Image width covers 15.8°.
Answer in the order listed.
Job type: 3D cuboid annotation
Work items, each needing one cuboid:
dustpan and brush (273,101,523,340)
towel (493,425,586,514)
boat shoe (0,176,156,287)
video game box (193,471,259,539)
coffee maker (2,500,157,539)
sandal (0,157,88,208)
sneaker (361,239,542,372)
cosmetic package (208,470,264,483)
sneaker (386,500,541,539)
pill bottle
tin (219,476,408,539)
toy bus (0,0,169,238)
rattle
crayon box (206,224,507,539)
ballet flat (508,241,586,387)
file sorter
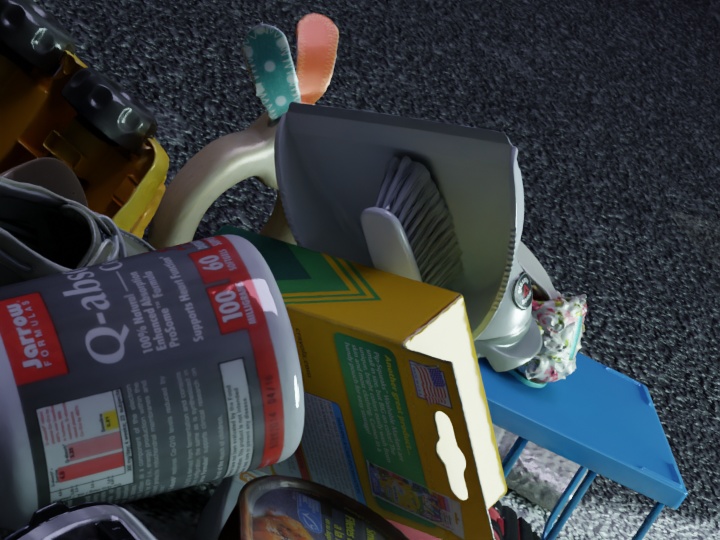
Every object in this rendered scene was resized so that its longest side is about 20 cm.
[{"bbox_3d":[0.028,0.015,1.335,0.139,0.201,0.057,10,47,29],"label":"dustpan and brush"},{"bbox_3d":[0.101,0.093,1.751,0.132,0.035,0.200,31,19,2],"label":"towel"},{"bbox_3d":[-0.151,-0.003,1.302,0.200,0.062,0.072,12,56,-54],"label":"boat shoe"},{"bbox_3d":[-0.006,0.194,1.320,0.182,0.047,0.200,26,20,-6],"label":"video game box"},{"bbox_3d":[-0.073,0.215,1.022,0.134,0.193,0.200,7,15,-46],"label":"coffee maker"},{"bbox_3d":[-0.225,-0.005,1.323,0.212,0.069,0.078,-27,97,-58],"label":"sandal"},{"bbox_3d":[0.000,0.000,1.419,0.199,0.089,0.074,1,30,22],"label":"sneaker"},{"bbox_3d":[-0.132,0.060,1.423,0.200,0.074,0.102,11,27,-49],"label":"cosmetic package"},{"bbox_3d":[0.043,0.159,1.449,0.200,0.087,0.074,52,19,-15],"label":"sneaker"},{"bbox_3d":[-0.136,0.059,1.243,0.199,0.116,0.116,-14,37,-17],"label":"pill bottle"},{"bbox_3d":[-0.014,0.166,1.232,0.112,0.042,0.200,22,20,-11],"label":"tin"},{"bbox_3d":[-0.189,-0.070,1.608,0.200,0.136,0.192,42,6,22],"label":"toy bus"},{"bbox_3d":[-0.041,-0.040,1.604,0.130,0.200,0.143,24,18,-35],"label":"rattle"},{"bbox_3d":[-0.001,0.060,1.328,0.199,0.126,0.052,18,43,41],"label":"crayon box"},{"bbox_3d":[0.053,-0.010,1.513,0.200,0.064,0.076,36,20,15],"label":"ballet flat"},{"bbox_3d":[0.067,0.105,1.533,0.199,0.123,0.139,25,20,-15],"label":"file sorter"}]
